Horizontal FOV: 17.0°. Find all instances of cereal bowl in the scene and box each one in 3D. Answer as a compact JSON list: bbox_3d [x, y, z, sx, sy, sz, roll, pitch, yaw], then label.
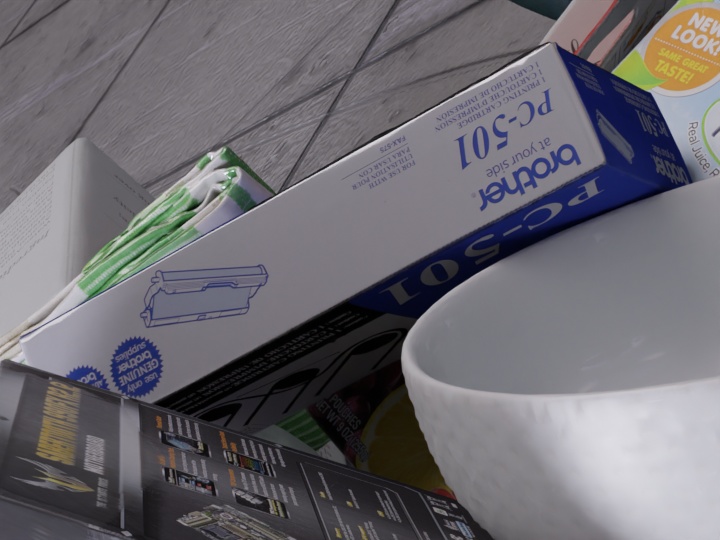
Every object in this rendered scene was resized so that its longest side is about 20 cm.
[{"bbox_3d":[0.115,0.032,0.638,0.199,0.084,0.200,-16,12,3],"label":"cereal bowl"}]

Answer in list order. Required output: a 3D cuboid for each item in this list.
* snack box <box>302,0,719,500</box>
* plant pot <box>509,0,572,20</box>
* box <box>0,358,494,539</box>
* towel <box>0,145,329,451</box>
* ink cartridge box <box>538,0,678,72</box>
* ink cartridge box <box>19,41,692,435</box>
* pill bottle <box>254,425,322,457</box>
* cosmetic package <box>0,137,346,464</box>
[{"bbox_3d":[0.092,0.020,0.788,0.200,0.053,0.142,-46,47,2],"label":"snack box"},{"bbox_3d":[0.112,-0.187,1.085,0.200,0.200,0.135,-38,57,27],"label":"plant pot"},{"bbox_3d":[-0.034,0.083,0.645,0.200,0.157,0.049,-134,62,-81],"label":"box"},{"bbox_3d":[-0.081,0.058,0.886,0.200,0.152,0.023,-40,47,8],"label":"towel"},{"bbox_3d":[0.075,-0.062,0.954,0.200,0.043,0.174,-53,-18,-16],"label":"ink cartridge box"},{"bbox_3d":[0.000,0.000,0.762,0.199,0.044,0.094,-29,-17,20],"label":"ink cartridge box"},{"bbox_3d":[-0.080,0.157,0.883,0.200,0.112,0.112,-43,19,13],"label":"pill bottle"},{"bbox_3d":[-0.119,0.078,1.041,0.166,0.167,0.200,-43,18,11],"label":"cosmetic package"}]
